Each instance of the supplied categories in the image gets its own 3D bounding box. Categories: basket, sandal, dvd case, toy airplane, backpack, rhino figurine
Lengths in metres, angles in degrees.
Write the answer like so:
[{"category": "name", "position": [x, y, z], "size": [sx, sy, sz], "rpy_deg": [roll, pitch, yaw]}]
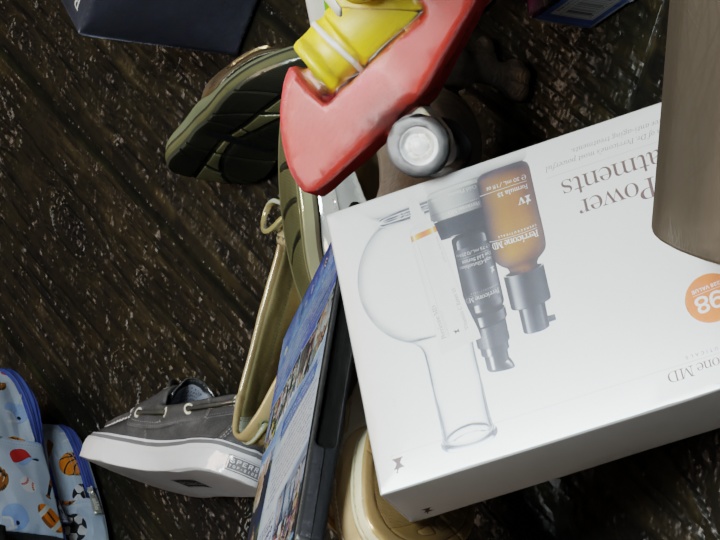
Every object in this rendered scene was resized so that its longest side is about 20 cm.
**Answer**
[{"category": "basket", "position": [0.198, -0.103, 1.292], "size": [0.180, 0.136, 0.200], "rpy_deg": [29, 114, 58]}, {"category": "sandal", "position": [-0.059, -0.103, 1.785], "size": [0.201, 0.080, 0.057], "rpy_deg": [-25, 50, 56]}, {"category": "dvd case", "position": [-0.029, 0.083, 1.509], "size": [0.143, 0.018, 0.200], "rpy_deg": [118, 165, -55]}, {"category": "toy airplane", "position": [0.022, -0.155, 1.458], "size": [0.199, 0.141, 0.200], "rpy_deg": [-54, -13, -38]}, {"category": "backpack", "position": [-0.264, 0.158, 2.016], "size": [0.200, 0.154, 0.191], "rpy_deg": [-45, 55, 38]}, {"category": "rhino figurine", "position": [0.045, -0.036, 1.578], "size": [0.060, 0.087, 0.200], "rpy_deg": [-28, 62, 56]}]

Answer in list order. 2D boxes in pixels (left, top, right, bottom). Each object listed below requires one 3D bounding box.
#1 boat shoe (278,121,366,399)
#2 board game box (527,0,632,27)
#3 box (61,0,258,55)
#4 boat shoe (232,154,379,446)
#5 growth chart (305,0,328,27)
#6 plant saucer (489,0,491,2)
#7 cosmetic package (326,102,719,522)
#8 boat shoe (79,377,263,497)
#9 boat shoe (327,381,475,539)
[{"category": "boat shoe", "position": [0.000, 0.000, 1.649], "size": [0.075, 0.068, 0.200], "rpy_deg": [132, 128, -78]}, {"category": "board game box", "position": [0.142, -0.250, 1.492], "size": [0.200, 0.043, 0.199], "rpy_deg": [-33, 57, 54]}, {"category": "box", "position": [-0.125, -0.274, 1.881], "size": [0.197, 0.117, 0.200], "rpy_deg": [59, 135, 46]}, {"category": "boat shoe", "position": [-0.026, 0.007, 1.717], "size": [0.073, 0.063, 0.200], "rpy_deg": [15, 98, 60]}, {"category": "growth chart", "position": [0.013, -0.195, 1.633], "size": [0.145, 0.018, 0.200], "rpy_deg": [-107, 37, -52]}, {"category": "plant saucer", "position": [0.040, -0.235, 1.671], "size": [0.200, 0.037, 0.201], "rpy_deg": [-13, 75, 58]}, {"category": "cosmetic package", "position": [0.094, 0.016, 1.413], "size": [0.200, 0.052, 0.151], "rpy_deg": [-19, 65, 14]}, {"category": "boat shoe", "position": [-0.107, 0.098, 1.845], "size": [0.200, 0.070, 0.066], "rpy_deg": [-6, 62, 62]}, {"category": "boat shoe", "position": [0.011, 0.108, 1.506], "size": [0.069, 0.074, 0.200], "rpy_deg": [-44, 11, 20]}]
